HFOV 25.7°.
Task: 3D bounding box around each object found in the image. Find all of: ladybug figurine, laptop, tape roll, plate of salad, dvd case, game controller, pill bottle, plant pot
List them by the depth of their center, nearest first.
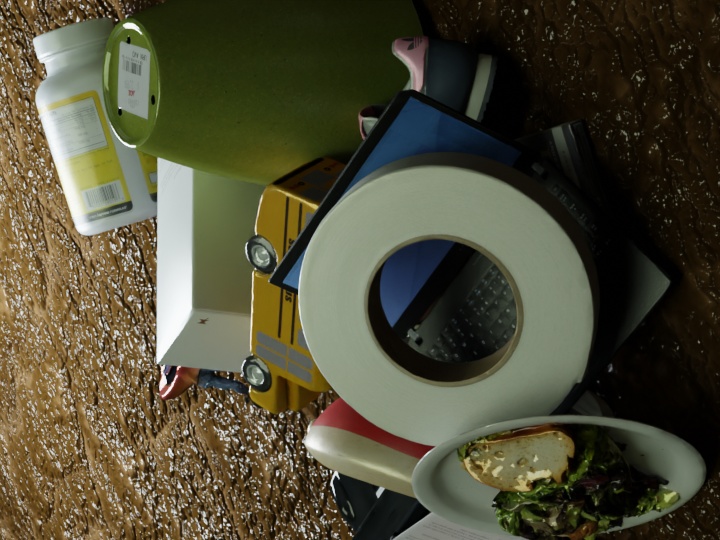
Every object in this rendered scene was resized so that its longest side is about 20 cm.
[{"bbox_3d":[0.059,0.022,1.050,0.202,0.037,0.203,5,110,14],"label":"tape roll"},{"bbox_3d":[0.071,0.007,1.066,0.200,0.103,0.177,47,118,23],"label":"laptop"},{"bbox_3d":[0.134,0.151,1.068,0.200,0.199,0.048,123,152,-53],"label":"plate of salad"},{"bbox_3d":[0.118,-0.019,1.153,0.200,0.016,0.149,-13,96,58],"label":"dvd case"},{"bbox_3d":[-0.084,-0.143,1.183,0.187,0.200,0.188,12,104,55],"label":"plant pot"},{"bbox_3d":[0.049,0.141,1.245,0.199,0.136,0.072,15,85,21],"label":"ladybug figurine"},{"bbox_3d":[0.024,0.183,1.403,0.200,0.042,0.105,118,139,-50],"label":"game controller"},{"bbox_3d":[-0.256,-0.144,1.567,0.112,0.112,0.201,-7,101,58],"label":"pill bottle"}]

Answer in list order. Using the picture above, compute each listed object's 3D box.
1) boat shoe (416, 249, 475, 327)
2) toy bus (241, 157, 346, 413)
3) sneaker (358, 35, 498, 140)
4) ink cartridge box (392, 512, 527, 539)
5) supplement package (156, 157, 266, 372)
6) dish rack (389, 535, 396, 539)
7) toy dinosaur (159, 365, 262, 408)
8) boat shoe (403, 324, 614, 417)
[{"bbox_3d":[0.044,0.032,1.231,0.070,0.070,0.200,33,144,-6],"label":"boat shoe"},{"bbox_3d":[-0.037,0.018,1.171,0.078,0.065,0.200,24,127,28],"label":"toy bus"},{"bbox_3d":[0.029,-0.080,1.148,0.070,0.082,0.200,-85,16,-64],"label":"sneaker"},{"bbox_3d":[0.085,0.247,1.186,0.200,0.176,0.045,10,120,49],"label":"ink cartridge box"},{"bbox_3d":[-0.102,-0.028,1.321,0.117,0.117,0.201,133,140,-56],"label":"supplement package"},{"bbox_3d":[0.059,0.318,1.302,0.200,0.054,0.154,-61,-45,-74],"label":"dish rack"},{"bbox_3d":[-0.155,0.067,1.510,0.181,0.200,0.105,-34,59,26],"label":"toy dinosaur"},{"bbox_3d":[0.085,0.097,1.159,0.200,0.065,0.072,19,143,23],"label":"boat shoe"}]
